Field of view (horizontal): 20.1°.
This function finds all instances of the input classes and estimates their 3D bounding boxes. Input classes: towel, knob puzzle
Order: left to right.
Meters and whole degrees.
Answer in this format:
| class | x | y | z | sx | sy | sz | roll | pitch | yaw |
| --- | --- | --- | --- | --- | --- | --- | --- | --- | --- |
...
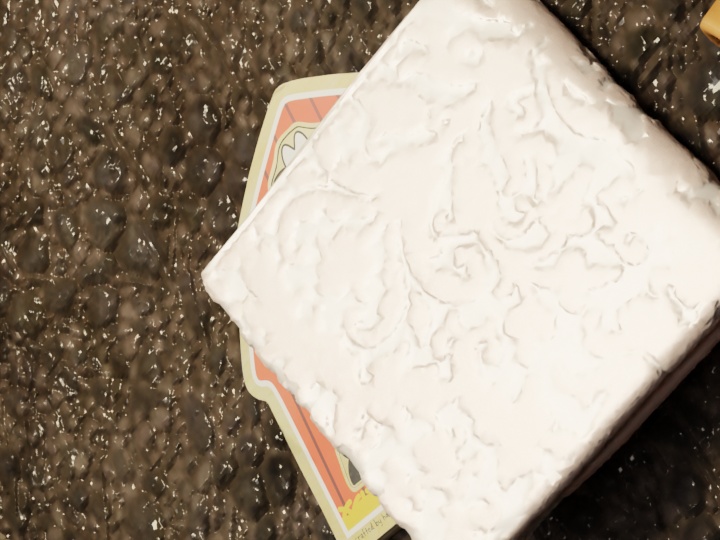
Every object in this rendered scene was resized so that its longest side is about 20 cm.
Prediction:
| class | x | y | z | sx | sy | sz | roll | pitch | yaw |
| --- | --- | --- | --- | --- | --- | --- | --- | --- | --- |
| knob puzzle | 0.000 | 0.000 | 0.904 | 0.218 | 0.030 | 0.222 | 3 | 95 | 44 |
| towel | 0.047 | -0.001 | 0.827 | 0.191 | 0.032 | 0.200 | -50 | 58 | 14 |

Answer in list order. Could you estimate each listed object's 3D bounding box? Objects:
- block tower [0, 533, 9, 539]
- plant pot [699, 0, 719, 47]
| class | x | y | z | sx | sy | sz | roll | pitch | yaw |
| --- | --- | --- | --- | --- | --- | --- | --- | --- | --- |
| block tower | -0.157 | 0.184 | 0.996 | 0.199 | 0.057 | 0.055 | 22 | 107 | 43 |
| plant pot | 0.219 | -0.075 | 0.592 | 0.200 | 0.199 | 0.141 | 40 | 103 | 35 |
